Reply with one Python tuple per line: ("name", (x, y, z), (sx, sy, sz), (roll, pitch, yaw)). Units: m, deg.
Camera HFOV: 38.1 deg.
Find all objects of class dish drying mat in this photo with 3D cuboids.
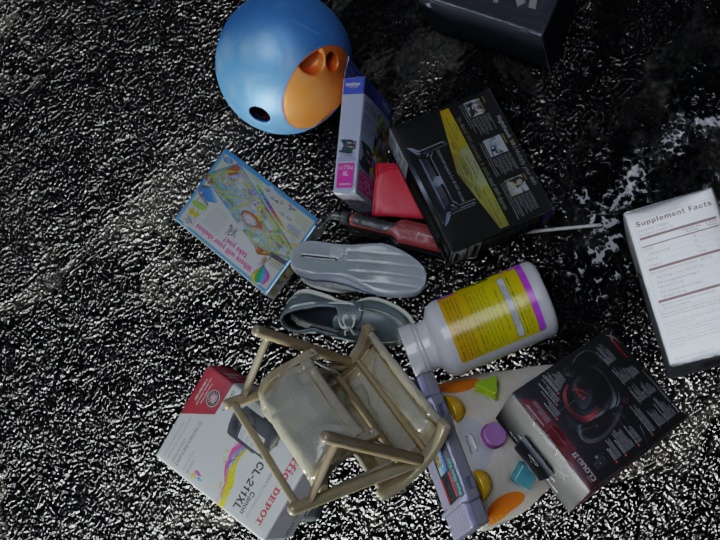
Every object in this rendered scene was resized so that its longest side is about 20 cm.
("dish drying mat", (0.116, -0.108, 1.453), (0.196, 0.018, 0.078), (4, 80, -1))

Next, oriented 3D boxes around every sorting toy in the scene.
("sorting toy", (0.207, 0.206, 1.358), (0.177, 0.107, 0.203), (-19, 72, -8))

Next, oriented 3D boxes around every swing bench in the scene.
("swing bench", (-0.030, 0.176, 1.288), (0.199, 0.198, 0.131), (50, 126, 40))

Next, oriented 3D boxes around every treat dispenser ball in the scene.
("treat dispenser ball", (-0.109, -0.298, 1.499), (0.197, 0.201, 0.205), (-4, 76, 16))

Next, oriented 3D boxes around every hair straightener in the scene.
("hair straightener", (0.034, -0.049, 1.463), (0.196, 0.077, 0.042), (8, 82, -3))

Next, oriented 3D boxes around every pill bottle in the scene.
("pill bottle", (0.153, 0.072, 1.374), (0.197, 0.104, 0.106), (-23, 72, 2))

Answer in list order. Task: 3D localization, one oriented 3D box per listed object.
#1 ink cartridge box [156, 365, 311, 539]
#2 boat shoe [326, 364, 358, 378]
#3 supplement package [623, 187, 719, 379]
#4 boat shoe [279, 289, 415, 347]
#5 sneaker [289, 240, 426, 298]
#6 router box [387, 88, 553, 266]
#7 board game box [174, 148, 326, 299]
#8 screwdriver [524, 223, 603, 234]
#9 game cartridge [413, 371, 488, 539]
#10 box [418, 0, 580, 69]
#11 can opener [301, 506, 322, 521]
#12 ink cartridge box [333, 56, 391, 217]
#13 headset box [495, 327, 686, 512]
("ink cartridge box", (-0.149, 0.242, 1.393), (0.199, 0.083, 0.147), (31, 91, 22))
("boat shoe", (-0.050, 0.183, 1.441), (0.199, 0.068, 0.075), (-39, 70, 5))
("supplement package", (0.414, 0.018, 1.311), (0.116, 0.117, 0.203), (-16, 73, 13))
("boat shoe", (-0.021, 0.075, 1.448), (0.197, 0.062, 0.074), (11, 117, 24))
("sneaker", (0.000, 0.000, 1.468), (0.197, 0.071, 0.074), (13, 73, 14))
("router box", (0.147, -0.129, 1.419), (0.155, 0.052, 0.202), (-21, 72, -10))
("board game box", (-0.165, -0.071, 1.553), (0.199, 0.034, 0.135), (38, 90, 21))
("screwdriver", (0.232, -0.054, 1.431), (0.197, 0.029, 0.028), (-6, 76, 16))
("game cartridge", (0.106, 0.242, 1.349), (0.038, 0.130, 0.203), (-17, 71, -8))
("box", (0.213, -0.423, 1.473), (0.194, 0.117, 0.202), (23, 84, 20))
("can opener", (-0.142, 0.288, 1.454), (0.197, 0.053, 0.067), (20, 85, 20))
("ink cartridge box", (0.006, -0.188, 1.482), (0.041, 0.119, 0.204), (-2, 76, 20))
("headset box", (0.276, 0.186, 1.287), (0.198, 0.075, 0.149), (-29, 68, -27))
